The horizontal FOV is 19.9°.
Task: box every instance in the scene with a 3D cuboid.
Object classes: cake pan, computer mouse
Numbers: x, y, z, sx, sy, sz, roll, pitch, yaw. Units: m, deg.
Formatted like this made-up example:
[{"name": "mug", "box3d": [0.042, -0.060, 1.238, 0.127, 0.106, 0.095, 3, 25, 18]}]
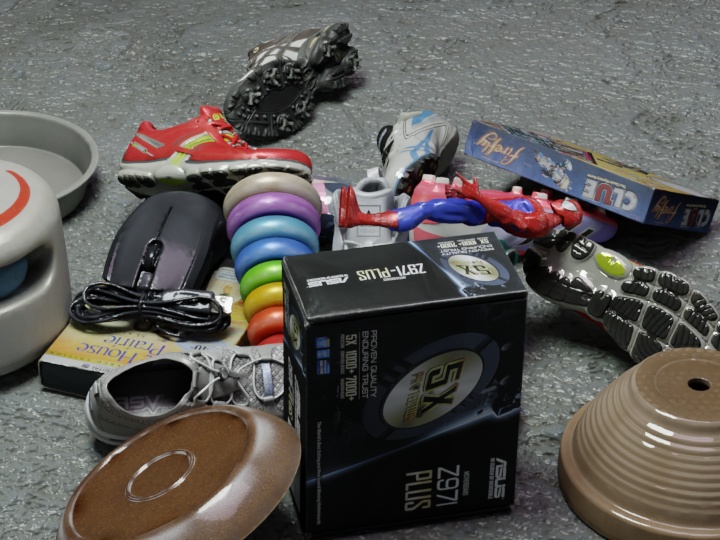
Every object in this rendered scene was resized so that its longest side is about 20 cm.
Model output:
[{"name": "cake pan", "box3d": [-0.345, -0.090, 1.929, 0.200, 0.037, 0.200, 1, 32, 0]}, {"name": "computer mouse", "box3d": [-0.162, -0.019, 1.748, 0.138, 0.053, 0.200, 4, 31, 7]}]

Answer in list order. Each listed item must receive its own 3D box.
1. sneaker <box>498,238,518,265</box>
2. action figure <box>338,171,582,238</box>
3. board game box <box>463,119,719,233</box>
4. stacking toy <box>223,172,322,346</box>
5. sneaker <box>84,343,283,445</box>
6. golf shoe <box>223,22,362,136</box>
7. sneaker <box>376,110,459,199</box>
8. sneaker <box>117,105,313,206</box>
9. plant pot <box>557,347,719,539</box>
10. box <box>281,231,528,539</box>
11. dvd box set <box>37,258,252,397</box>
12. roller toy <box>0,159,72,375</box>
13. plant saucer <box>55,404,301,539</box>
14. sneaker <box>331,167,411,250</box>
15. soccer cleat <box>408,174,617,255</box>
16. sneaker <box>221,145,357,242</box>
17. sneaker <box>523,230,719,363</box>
[{"name": "sneaker", "box3d": [0.092, 0.035, 1.659, 0.083, 0.121, 0.200, -4, 32, -7]}, {"name": "action figure", "box3d": [0.085, -0.050, 1.678, 0.199, 0.052, 0.065, 5, -4, -9]}, {"name": "board game box", "box3d": [0.211, -0.087, 1.886, 0.200, 0.035, 0.135, 24, 11, 33]}, {"name": "stacking toy", "box3d": [-0.071, 0.019, 1.691, 0.085, 0.085, 0.200, -1, 53, -3]}, {"name": "sneaker", "box3d": [-0.113, 0.095, 1.573, 0.199, 0.082, 0.075, -11, 73, -7]}, {"name": "golf shoe", "box3d": [-0.087, -0.189, 2.078, 0.094, 0.078, 0.200, 3, 25, 38]}, {"name": "sneaker", "box3d": [0.042, -0.100, 1.905, 0.072, 0.072, 0.200, 19, 21, 6]}, {"name": "sneaker", "box3d": [-0.130, -0.107, 1.825, 0.199, 0.077, 0.085, 4, 68, 29]}, {"name": "plant pot", "box3d": [0.251, 0.123, 1.550, 0.200, 0.093, 0.201, 0, 32, 0]}, {"name": "box", "box3d": [0.029, 0.085, 1.502, 0.163, 0.200, 0.086, -6, 33, -12]}, {"name": "dvd box set", "box3d": [-0.163, 0.047, 1.720, 0.146, 0.029, 0.200, 11, 33, 15]}, {"name": "roller toy", "box3d": [-0.334, -0.009, 1.693, 0.182, 0.140, 0.200, -3, 30, 0]}, {"name": "plant saucer", "box3d": [-0.137, 0.156, 1.464, 0.200, 0.032, 0.200, -22, 25, 11]}, {"name": "sneaker", "box3d": [0.000, 0.000, 1.719, 0.075, 0.115, 0.200, 5, 32, 7]}, {"name": "soccer cleat", "box3d": [0.135, -0.038, 1.845, 0.199, 0.077, 0.067, 8, 7, -21]}, {"name": "sneaker", "box3d": [-0.055, -0.045, 1.856, 0.200, 0.070, 0.082, 19, 58, 25]}, {"name": "sneaker", "box3d": [0.231, 0.028, 1.711, 0.200, 0.077, 0.085, 36, 6, 26]}]
